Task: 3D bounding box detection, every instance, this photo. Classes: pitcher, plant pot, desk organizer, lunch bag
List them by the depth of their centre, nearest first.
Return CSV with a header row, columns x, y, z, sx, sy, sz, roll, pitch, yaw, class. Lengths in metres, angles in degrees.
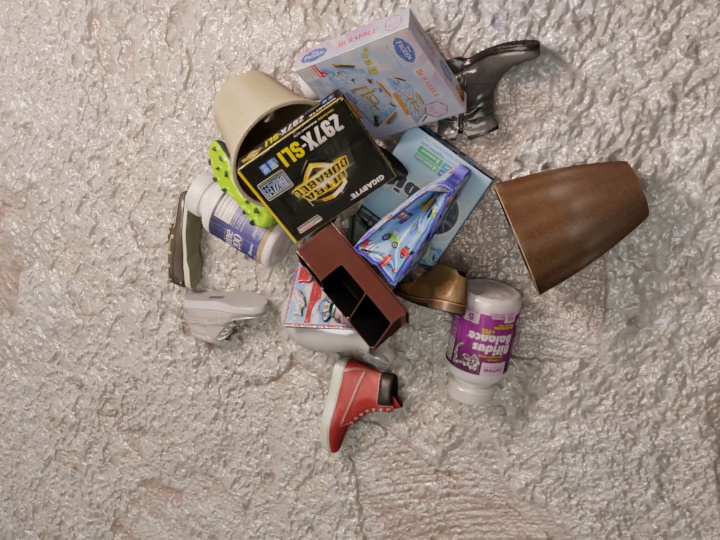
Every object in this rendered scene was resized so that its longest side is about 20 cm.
x,y,z,sx,sy,sz,roll,pitch,yaw,class
0.333,-0.088,1.173,0.198,0.187,0.189,-24,97,10,plant pot
0.101,-0.095,1.210,0.094,0.150,0.200,42,116,4,lunch bag
-0.013,0.025,1.216,0.077,0.072,0.200,-38,73,-9,desk organizer
-0.159,-0.241,1.285,0.184,0.199,0.202,52,122,39,plant pot
-0.036,0.110,1.400,0.198,0.122,0.172,12,149,27,pitcher

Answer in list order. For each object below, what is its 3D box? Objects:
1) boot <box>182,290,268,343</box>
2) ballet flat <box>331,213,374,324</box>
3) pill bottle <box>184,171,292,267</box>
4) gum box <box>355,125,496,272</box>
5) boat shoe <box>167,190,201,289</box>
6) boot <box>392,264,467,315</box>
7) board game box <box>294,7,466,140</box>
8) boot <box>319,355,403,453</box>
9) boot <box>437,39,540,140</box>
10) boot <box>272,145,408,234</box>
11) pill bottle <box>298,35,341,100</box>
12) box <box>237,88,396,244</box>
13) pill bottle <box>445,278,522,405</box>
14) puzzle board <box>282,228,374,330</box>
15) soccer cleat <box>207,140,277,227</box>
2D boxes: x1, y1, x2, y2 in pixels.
x,y,z,sx,sy,sz,roll,pitch,yaw,class
-0.264,0.097,1.511,0.198,0.073,0.097,4,113,29,boot
0.000,0.000,1.296,0.070,0.069,0.202,8,67,3,ballet flat
-0.224,-0.100,1.406,0.199,0.111,0.112,31,114,10,pill bottle
0.109,-0.127,1.306,0.169,0.045,0.201,36,115,8,gum box
-0.353,-0.062,1.489,0.060,0.072,0.204,10,112,14,boat shoe
0.123,0.028,1.301,0.199,0.073,0.076,7,85,62,boot
0.035,-0.291,1.167,0.198,0.200,0.042,-11,58,29,board game box
0.004,0.279,1.456,0.143,0.072,0.202,17,108,14,boot
0.206,-0.288,1.216,0.198,0.070,0.133,-8,106,34,boot
-0.035,-0.132,1.275,0.198,0.070,0.175,12,122,-17,boot
-0.001,-0.338,1.249,0.198,0.111,0.112,-9,103,24,pill bottle
-0.068,-0.160,1.181,0.199,0.050,0.160,-32,119,11,box
0.208,0.126,1.306,0.111,0.112,0.202,14,110,17,pill bottle
-0.051,0.010,1.350,0.149,0.017,0.202,0,62,21,puzzle board
-0.202,-0.156,1.348,0.201,0.081,0.068,52,135,20,soccer cleat
